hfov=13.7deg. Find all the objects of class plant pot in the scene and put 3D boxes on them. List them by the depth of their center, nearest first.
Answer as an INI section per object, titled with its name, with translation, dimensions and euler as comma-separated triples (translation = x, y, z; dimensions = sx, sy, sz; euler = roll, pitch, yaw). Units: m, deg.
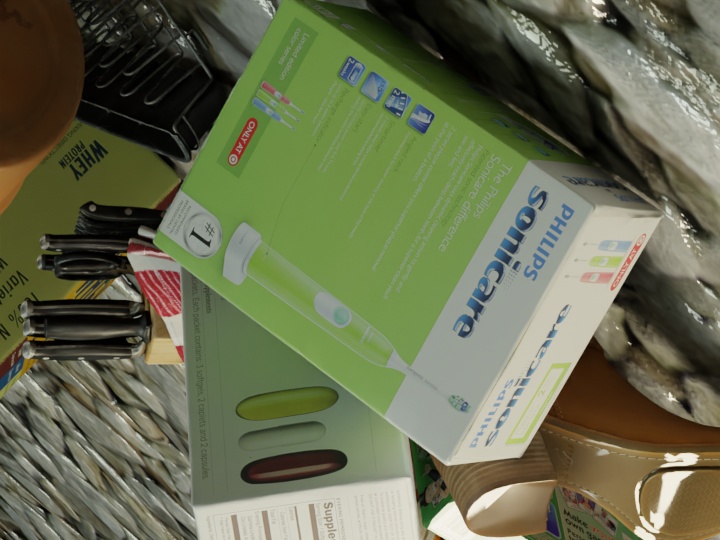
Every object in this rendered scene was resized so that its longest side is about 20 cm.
[plant pot]
translation = -0.248, -0.109, 1.678
dimensions = 0.200, 0.200, 0.140
euler = 50, 146, -18

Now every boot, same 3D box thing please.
[boot]
translation = 0.119, 0.065, 1.555
dimensions = 0.077, 0.199, 0.156
euler = 102, 158, -45

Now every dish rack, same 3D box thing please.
[dish rack]
translation = -0.167, -0.162, 1.742
dimensions = 0.153, 0.055, 0.200
euler = 21, 151, 51

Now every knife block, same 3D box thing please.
[knife block]
translation = -0.100, 0.029, 1.826
dimensions = 0.200, 0.176, 0.064
euler = 43, 164, 3

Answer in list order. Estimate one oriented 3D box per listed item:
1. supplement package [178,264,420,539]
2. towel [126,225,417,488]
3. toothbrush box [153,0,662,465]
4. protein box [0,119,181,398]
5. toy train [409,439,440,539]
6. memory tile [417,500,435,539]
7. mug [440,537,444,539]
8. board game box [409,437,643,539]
[supplement package]
translation = -0.028, 0.105, 1.566
dimensions = 0.200, 0.110, 0.156
euler = -98, 1, -52
[towel]
translation = -0.049, 0.055, 1.735
dimensions = 0.144, 0.023, 0.200
euler = 17, 152, 26
[toothbrush box]
translation = 0.021, -0.021, 1.460
dimensions = 0.200, 0.146, 0.086
euler = 36, -164, 26
[protein box]
translation = -0.261, -0.043, 1.983
dimensions = 0.200, 0.199, 0.135
euler = 43, 163, 3
[toy train]
translation = 0.035, 0.159, 1.921
dimensions = 0.085, 0.116, 0.200
euler = 27, 156, 43
[memory tile]
translation = 0.041, 0.135, 1.730
dimensions = 0.017, 0.201, 0.153
euler = 19, 161, 3
[mug]
translation = 0.114, 0.227, 1.680
dimensions = 0.177, 0.134, 0.200
euler = 17, -152, -6
[board game box]
translation = 0.108, 0.128, 1.615
dimensions = 0.200, 0.029, 0.135
euler = 33, -153, -28
